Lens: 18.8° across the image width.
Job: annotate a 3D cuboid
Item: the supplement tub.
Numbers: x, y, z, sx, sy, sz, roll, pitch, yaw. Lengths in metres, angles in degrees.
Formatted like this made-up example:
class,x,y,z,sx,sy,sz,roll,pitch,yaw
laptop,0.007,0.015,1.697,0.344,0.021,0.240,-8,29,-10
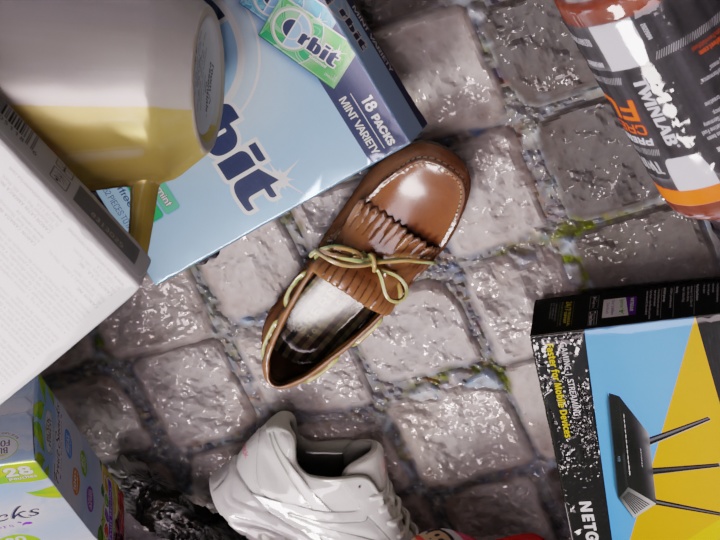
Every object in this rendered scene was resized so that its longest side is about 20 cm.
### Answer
class,x,y,z,sx,sy,sz,roll,pitch,yaw
supplement tub,0.198,-0.104,1.244,0.106,0.107,0.201,-23,114,23

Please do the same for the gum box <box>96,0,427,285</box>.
class,x,y,z,sx,sy,sz,roll,pitch,yaw
gum box,-0.087,-0.110,1.315,0.199,0.045,0.171,-27,100,24

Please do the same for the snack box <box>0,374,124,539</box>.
class,x,y,z,sx,sy,sz,roll,pitch,yaw
snack box,-0.255,0.142,1.381,0.167,0.068,0.200,-9,150,8

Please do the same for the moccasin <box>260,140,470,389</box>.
class,x,y,z,sx,sy,sz,roll,pitch,yaw
moccasin,-0.001,-0.001,1.365,0.074,0.078,0.201,39,121,-14

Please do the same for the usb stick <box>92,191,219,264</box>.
class,x,y,z,sx,sy,sz,roll,pitch,yaw
usb stick,-0.189,-0.033,1.411,0.198,0.033,0.056,2,112,10

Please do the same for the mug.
class,x,y,z,sx,sy,sz,roll,pitch,yaw
mug,-0.159,-0.094,1.251,0.152,0.150,0.188,1,119,9

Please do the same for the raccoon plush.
class,x,y,z,sx,sy,sz,roll,pitch,yaw
raccoon plush,-0.114,0.236,1.505,0.200,0.096,0.135,36,105,30

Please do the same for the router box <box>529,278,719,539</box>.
class,x,y,z,sx,sy,sz,roll,pitch,yaw
router box,0.199,0.105,1.406,0.148,0.051,0.201,-7,120,14

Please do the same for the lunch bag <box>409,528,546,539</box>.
class,x,y,z,sx,sy,sz,roll,pitch,yaw
lunch bag,0.083,0.258,1.463,0.199,0.082,0.177,28,100,-38

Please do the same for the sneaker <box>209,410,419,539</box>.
class,x,y,z,sx,sy,sz,roll,pitch,yaw
sneaker,0.001,0.168,1.474,0.199,0.078,0.100,31,112,-15

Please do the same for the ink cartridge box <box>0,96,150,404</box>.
class,x,y,z,sx,sy,sz,roll,pitch,yaw
ink cartridge box,-0.239,0.003,1.199,0.200,0.050,0.162,-37,107,20
